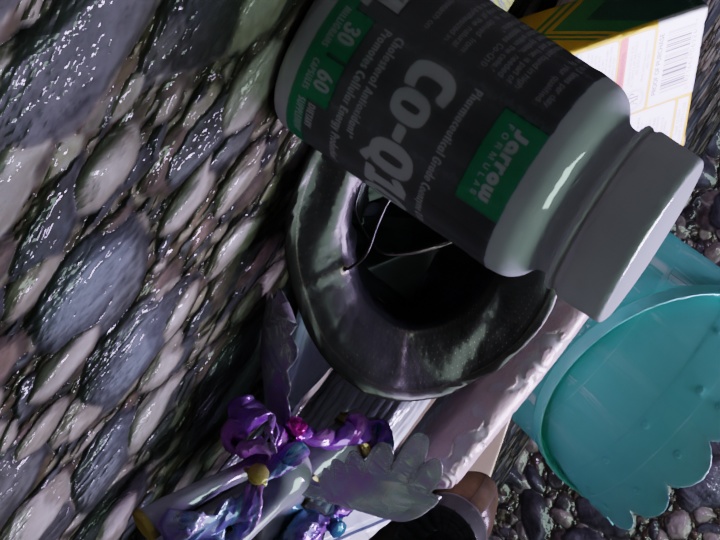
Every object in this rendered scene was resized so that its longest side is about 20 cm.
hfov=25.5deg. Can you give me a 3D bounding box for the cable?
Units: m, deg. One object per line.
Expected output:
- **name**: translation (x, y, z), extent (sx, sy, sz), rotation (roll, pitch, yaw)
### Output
- **cable**: translation (0.007, 0.111, 1.280), extent (0.201, 0.069, 0.200), rotation (-55, 171, 12)

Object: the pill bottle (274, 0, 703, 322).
- **pill bottle**: translation (0.065, -0.069, 0.801), extent (0.113, 0.199, 0.113), rotation (-51, 166, -18)

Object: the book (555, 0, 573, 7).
- **book**: translation (0.179, -0.123, 1.236), extent (0.134, 0.048, 0.201), rotation (-57, 148, -31)

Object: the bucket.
- **bucket**: translation (0.200, 0.070, 1.163), extent (0.208, 0.134, 0.207), rotation (-51, -178, 3)

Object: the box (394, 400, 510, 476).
- **box**: translation (0.090, 0.100, 1.410), extent (0.078, 0.094, 0.202), rotation (-110, -144, -79)

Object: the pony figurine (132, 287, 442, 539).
- **pony figurine**: translation (-0.051, 0.128, 1.023), extent (0.199, 0.167, 0.193), rotation (-34, 166, -21)

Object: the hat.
- **hat**: translation (0.027, -0.025, 0.965), extent (0.202, 0.200, 0.081), rotation (-55, -150, -4)

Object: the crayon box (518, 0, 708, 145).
- **crayon box**: translation (0.138, -0.118, 1.101), extent (0.198, 0.052, 0.127), rotation (-20, 138, -19)

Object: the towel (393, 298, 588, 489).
- **towel**: translation (0.097, 0.067, 1.107), extent (0.201, 0.032, 0.191), rotation (-51, -178, -12)

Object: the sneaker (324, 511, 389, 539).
- **sneaker**: translation (-0.049, 0.251, 1.310), extent (0.198, 0.071, 0.073), rotation (-20, 172, -28)

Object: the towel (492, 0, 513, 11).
- **towel**: translation (0.097, -0.227, 0.937), extent (0.144, 0.023, 0.200), rotation (-57, 166, 4)

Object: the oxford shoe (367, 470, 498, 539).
- **oxford shoe**: translation (0.035, 0.210, 1.139), extent (0.200, 0.073, 0.084), rotation (-42, 180, 37)

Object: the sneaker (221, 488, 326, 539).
- **sneaker**: translation (-0.068, 0.214, 1.122), extent (0.074, 0.081, 0.200), rotation (-58, -166, 11)

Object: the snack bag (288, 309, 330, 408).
- **snack bag**: translation (0.000, 0.000, 1.129), extent (0.200, 0.021, 0.190), rotation (-47, 164, -39)
